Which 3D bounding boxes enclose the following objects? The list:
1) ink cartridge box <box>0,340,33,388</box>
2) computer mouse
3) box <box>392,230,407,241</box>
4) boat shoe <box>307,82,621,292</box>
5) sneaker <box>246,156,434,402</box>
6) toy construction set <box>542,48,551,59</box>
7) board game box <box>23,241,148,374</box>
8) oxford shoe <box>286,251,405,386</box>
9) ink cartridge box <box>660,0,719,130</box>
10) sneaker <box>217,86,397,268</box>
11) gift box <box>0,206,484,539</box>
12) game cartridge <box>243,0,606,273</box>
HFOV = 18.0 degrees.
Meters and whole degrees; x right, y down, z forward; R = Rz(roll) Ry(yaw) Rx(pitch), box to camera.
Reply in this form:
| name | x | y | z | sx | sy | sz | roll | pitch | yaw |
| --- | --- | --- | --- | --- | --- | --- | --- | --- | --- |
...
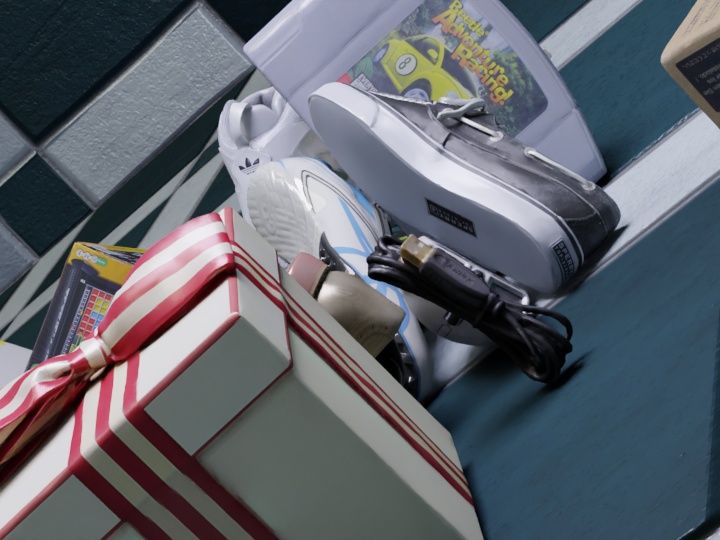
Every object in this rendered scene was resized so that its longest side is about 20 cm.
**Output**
| name | x | y | z | sx | sy | sz | roll | pitch | yaw |
| --- | --- | --- | --- | --- | --- | --- | --- | --- | --- |
| ink cartridge box | -0.292 | 0.106 | 1.711 | 0.145 | 0.199 | 0.084 | -53 | -20 | -76 |
| computer mouse | 0.054 | 0.018 | 1.188 | 0.044 | 0.109 | 0.200 | -63 | -2 | 2 |
| box | -0.024 | 0.010 | 1.461 | 0.144 | 0.036 | 0.200 | -21 | 6 | -18 |
| boat shoe | 0.057 | -0.062 | 1.266 | 0.068 | 0.074 | 0.199 | -41 | 48 | -23 |
| sneaker | 0.000 | 0.000 | 1.309 | 0.072 | 0.200 | 0.072 | -9 | -47 | -25 |
| toy construction set | 0.068 | -0.092 | 1.449 | 0.131 | 0.092 | 0.200 | -46 | 1 | 5 |
| board game box | -0.168 | 0.068 | 1.537 | 0.200 | 0.057 | 0.166 | 3 | -73 | -78 |
| oxford shoe | -0.017 | 0.068 | 1.233 | 0.200 | 0.074 | 0.071 | 97 | -166 | -61 |
| ink cartridge box | 0.260 | -0.166 | 1.129 | 0.165 | 0.075 | 0.200 | -29 | 18 | 49 |
| sneaker | -0.028 | -0.071 | 1.511 | 0.075 | 0.115 | 0.200 | -16 | 4 | 26 |
| gift box | -0.074 | 0.092 | 1.038 | 0.185 | 0.187 | 0.200 | -44 | 17 | 4 |
| game cartridge | 0.044 | -0.101 | 1.335 | 0.133 | 0.200 | 0.041 | -43 | 2 | 5 |
